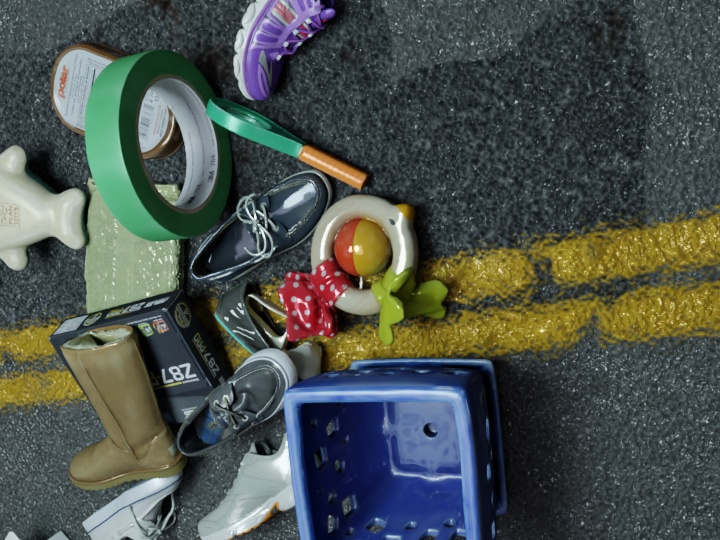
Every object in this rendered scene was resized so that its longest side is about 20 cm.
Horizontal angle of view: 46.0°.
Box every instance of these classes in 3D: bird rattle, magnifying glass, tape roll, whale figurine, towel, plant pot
[{"bbox_3d":[0.000,0.000,0.937,0.197,0.112,0.166,5,91,37],"label":"bird rattle"},{"bbox_3d":[-0.082,-0.143,0.943,0.198,0.080,0.023,29,107,6],"label":"magnifying glass"},{"bbox_3d":[-0.214,-0.135,0.927,0.047,0.200,0.204,-5,99,25],"label":"tape roll"},{"bbox_3d":[-0.432,-0.082,1.098,0.196,0.104,0.162,7,104,13],"label":"whale figurine"},{"bbox_3d":[-0.284,-0.015,1.075,0.146,0.036,0.204,9,104,21],"label":"towel"},{"bbox_3d":[0.052,0.192,0.884,0.197,0.179,0.204,-3,99,25],"label":"plant pot"}]

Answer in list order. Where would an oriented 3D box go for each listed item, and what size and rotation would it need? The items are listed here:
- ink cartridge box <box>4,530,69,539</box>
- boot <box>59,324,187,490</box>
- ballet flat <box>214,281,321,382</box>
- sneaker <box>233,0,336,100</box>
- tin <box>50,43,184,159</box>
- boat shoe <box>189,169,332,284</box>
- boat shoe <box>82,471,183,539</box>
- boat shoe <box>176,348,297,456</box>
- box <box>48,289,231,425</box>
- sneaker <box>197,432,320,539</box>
[{"bbox_3d":[-0.437,0.465,1.224,0.200,0.068,0.116,41,114,11],"label":"ink cartridge box"},{"bbox_3d":[-0.317,0.168,1.046,0.172,0.066,0.203,-12,119,11],"label":"boot"},{"bbox_3d":[-0.092,0.094,0.995,0.068,0.068,0.200,-45,81,16],"label":"ballet flat"},{"bbox_3d":[-0.072,-0.269,0.906,0.083,0.081,0.202,31,111,9],"label":"sneaker"},{"bbox_3d":[-0.298,-0.209,1.042,0.198,0.042,0.114,23,105,19],"label":"tin"},{"bbox_3d":[-0.119,-0.048,0.978,0.198,0.062,0.076,-29,86,26],"label":"boat shoe"},{"bbox_3d":[-0.289,0.331,1.127,0.201,0.074,0.087,-36,84,28],"label":"boat shoe"},{"bbox_3d":[-0.148,0.158,0.968,0.199,0.066,0.070,-34,93,37],"label":"boat shoe"},{"bbox_3d":[-0.271,0.119,1.064,0.197,0.049,0.163,-13,118,26],"label":"box"},{"bbox_3d":[-0.129,0.264,1.049,0.198,0.076,0.093,-32,79,19],"label":"sneaker"}]
